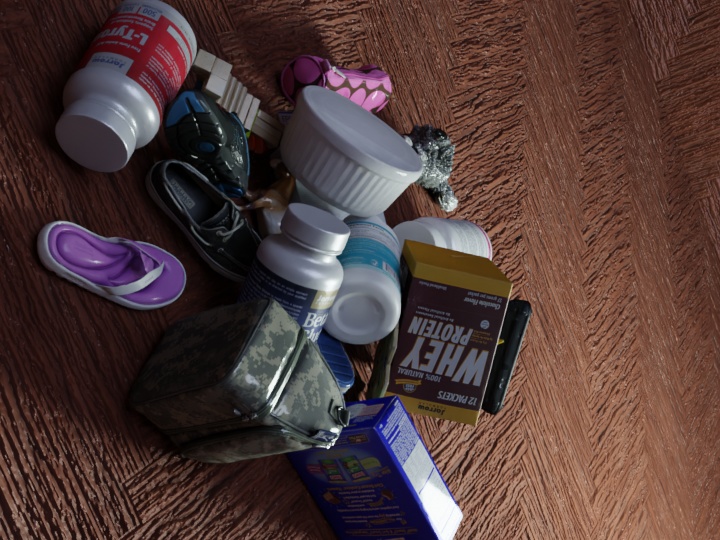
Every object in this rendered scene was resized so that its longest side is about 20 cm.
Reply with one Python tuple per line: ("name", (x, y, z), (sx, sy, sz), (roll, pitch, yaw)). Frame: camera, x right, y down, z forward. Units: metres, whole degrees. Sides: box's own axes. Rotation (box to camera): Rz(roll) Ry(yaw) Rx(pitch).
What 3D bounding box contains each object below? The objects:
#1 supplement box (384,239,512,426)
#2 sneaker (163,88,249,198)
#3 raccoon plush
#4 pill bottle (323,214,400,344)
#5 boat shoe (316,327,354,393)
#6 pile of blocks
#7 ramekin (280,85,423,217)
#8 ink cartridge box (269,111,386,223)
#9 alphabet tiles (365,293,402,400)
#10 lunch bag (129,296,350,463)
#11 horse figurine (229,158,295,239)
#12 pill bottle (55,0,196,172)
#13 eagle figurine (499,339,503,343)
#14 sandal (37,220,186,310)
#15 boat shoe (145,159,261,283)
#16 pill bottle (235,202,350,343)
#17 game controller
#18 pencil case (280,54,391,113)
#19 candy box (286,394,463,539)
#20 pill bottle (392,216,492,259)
("supplement box", (0.110, 0.081, 1.324), (0.197, 0.132, 0.201), (-101, -157, -79))
("sneaker", (-0.183, -0.167, 1.143), (0.200, 0.073, 0.082), (75, 22, -65))
("raccoon plush", (0.110, -0.152, 1.601), (0.200, 0.096, 0.134), (55, 47, -25))
("pill bottle", (0.000, 0.000, 1.279), (0.111, 0.110, 0.200), (52, 21, -27))
("boat shoe", (-0.071, 0.091, 1.255), (0.072, 0.072, 0.201), (23, 35, -36))
("pile of blocks", (-0.177, -0.206, 1.234), (0.200, 0.082, 0.062), (46, 56, -56))
("ramekin", (-0.020, -0.158, 1.289), (0.202, 0.094, 0.203), (31, 21, -13))
("ink cartridge box", (-0.049, -0.136, 1.412), (0.196, 0.043, 0.201), (-10, 83, -53))
("alphabet tiles", (0.028, 0.134, 1.301), (0.006, 0.201, 0.167), (13, 43, -3))
("lunch bag", (-0.129, 0.139, 1.054), (0.168, 0.199, 0.140), (48, 43, -29))
("horse figurine", (-0.126, -0.056, 1.269), (0.132, 0.050, 0.201), (-4, 77, -48))
("pill bottle", (-0.270, -0.212, 1.081), (0.112, 0.112, 0.201), (46, 43, -33))
("eagle figurine", (0.161, 0.127, 1.545), (0.200, 0.150, 0.153), (-100, -153, -74))
("sandal", (-0.266, -0.005, 1.055), (0.202, 0.050, 0.083), (16, 64, -50))
("boat shoe", (-0.179, -0.057, 1.156), (0.200, 0.064, 0.071), (44, 67, -21))
("pill bottle", (-0.087, 0.025, 1.147), (0.111, 0.111, 0.201), (-3, 122, -54))
("game controller", (0.243, 0.145, 1.604), (0.104, 0.042, 0.201), (120, -12, -88))
("pencil case", (-0.029, -0.286, 1.455), (0.200, 0.094, 0.091), (-13, 69, -57))
("candy box", (0.015, 0.270, 1.222), (0.077, 0.168, 0.201), (-45, 114, -47))
("pill bottle", (0.127, -0.030, 1.533), (0.200, 0.113, 0.114), (-1, 77, -60))
